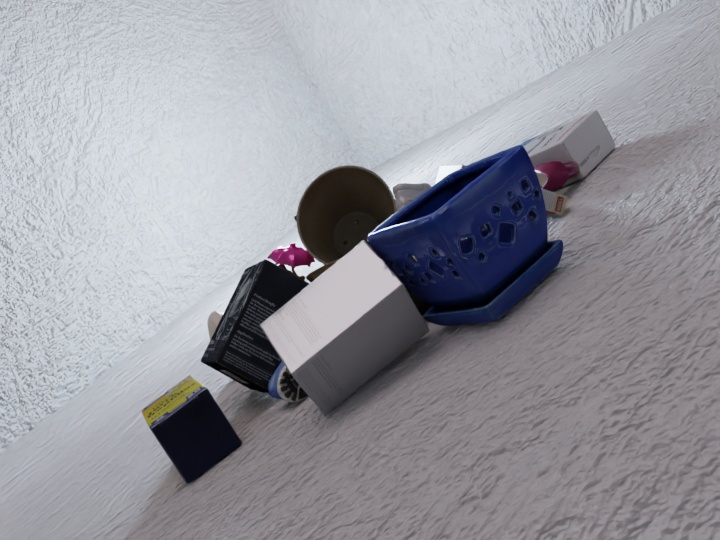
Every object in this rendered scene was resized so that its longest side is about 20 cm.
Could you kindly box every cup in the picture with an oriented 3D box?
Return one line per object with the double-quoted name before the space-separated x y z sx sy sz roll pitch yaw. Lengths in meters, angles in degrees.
"cup" -0.017 -0.086 1.763 0.198 0.203 0.143 -32 -17 0

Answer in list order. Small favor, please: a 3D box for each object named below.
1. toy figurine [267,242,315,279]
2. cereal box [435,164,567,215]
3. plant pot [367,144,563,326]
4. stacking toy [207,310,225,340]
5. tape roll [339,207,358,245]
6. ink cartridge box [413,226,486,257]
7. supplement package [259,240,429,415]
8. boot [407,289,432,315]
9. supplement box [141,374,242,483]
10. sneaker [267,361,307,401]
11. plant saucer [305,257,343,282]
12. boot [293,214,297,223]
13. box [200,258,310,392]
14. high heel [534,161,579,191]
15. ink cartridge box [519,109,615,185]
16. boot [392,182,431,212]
"toy figurine" -0.137 0.042 1.825 0.198 0.186 0.150 -32 9 4
"cereal box" 0.240 -0.138 1.536 0.144 0.195 0.040 -154 80 -78
"plant pot" 0.158 -0.036 1.267 0.199 0.182 0.199 -37 12 -26
"stacking toy" -0.219 0.131 1.906 0.196 0.149 0.146 -20 4 -23
"tape roll" 0.014 -0.077 1.923 0.200 0.203 0.037 -31 46 9
"ink cartridge box" 0.160 -0.038 1.556 0.145 0.084 0.200 -28 10 20
"supplement package" -0.022 0.083 1.285 0.199 0.120 0.121 -38 45 -4
"boot" 0.022 0.065 1.438 0.199 0.075 0.154 -4 26 29
"supplement box" -0.283 0.257 1.472 0.108 0.111 0.199 -35 9 -16
"sneaker" -0.086 0.143 1.489 0.199 0.080 0.088 -40 15 -36
"plant saucer" 0.000 0.000 1.592 0.196 0.036 0.200 -18 -7 -2
"boot" -0.093 -0.041 2.032 0.180 0.202 0.072 -35 10 -20
"box" -0.184 0.103 1.608 0.200 0.122 0.199 -64 14 -14
"high heel" 0.307 -0.155 1.651 0.095 0.069 0.198 -18 4 -40
"ink cartridge box" 0.375 -0.218 1.738 0.146 0.085 0.198 -41 12 -36
"boot" 0.149 -0.122 1.711 0.197 0.098 0.073 5 -26 -38
